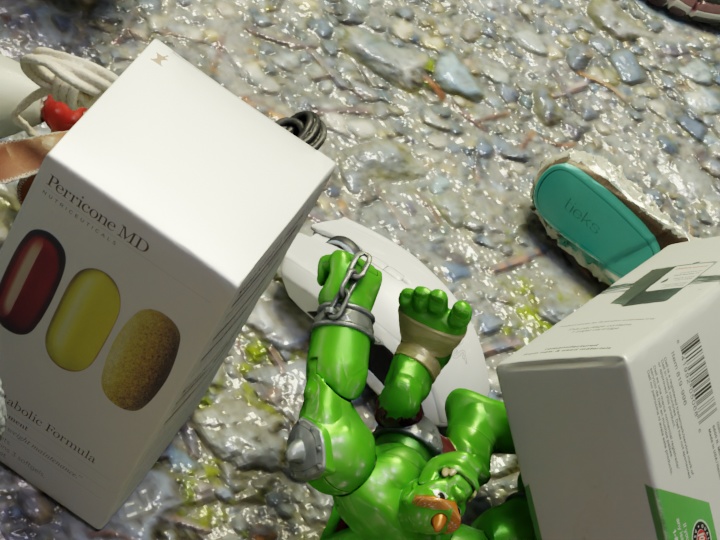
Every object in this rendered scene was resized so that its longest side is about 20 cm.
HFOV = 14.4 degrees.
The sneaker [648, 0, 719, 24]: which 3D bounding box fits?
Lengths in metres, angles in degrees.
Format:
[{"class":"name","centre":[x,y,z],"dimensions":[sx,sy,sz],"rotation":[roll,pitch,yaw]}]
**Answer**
[{"class":"sneaker","centre":[0.197,-0.241,1.844],"dimensions":[0.199,0.116,0.076],"rotation":[25,44,-7]}]

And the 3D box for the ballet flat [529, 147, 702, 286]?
[{"class":"ballet flat","centre":[0.183,0.001,1.663],"dimensions":[0.072,0.072,0.200],"rotation":[-28,69,-42]}]

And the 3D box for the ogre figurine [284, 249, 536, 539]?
[{"class":"ogre figurine","centre":[0.033,0.096,1.467],"dimensions":[0.098,0.200,0.120],"rotation":[4,50,34]}]

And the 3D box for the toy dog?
[{"class":"toy dog","centre":[-0.198,-0.066,1.480],"dimensions":[0.199,0.132,0.097],"rotation":[19,81,28]}]

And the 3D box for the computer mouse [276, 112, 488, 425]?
[{"class":"computer mouse","centre":[0.000,0.000,1.563],"dimensions":[0.200,0.044,0.110],"rotation":[44,45,12]}]

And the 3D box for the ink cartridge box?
[{"class":"ink cartridge box","centre":[0.168,0.079,1.507],"dimensions":[0.200,0.083,0.147],"rotation":[-30,110,-51]}]

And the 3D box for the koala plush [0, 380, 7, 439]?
[{"class":"koala plush","centre":[-0.271,0.034,1.310],"dimensions":[0.183,0.178,0.201],"rotation":[-3,57,-18]}]

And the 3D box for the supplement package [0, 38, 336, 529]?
[{"class":"supplement package","centre":[-0.114,0.008,1.391],"dimensions":[0.113,0.200,0.110],"rotation":[34,44,3]}]
